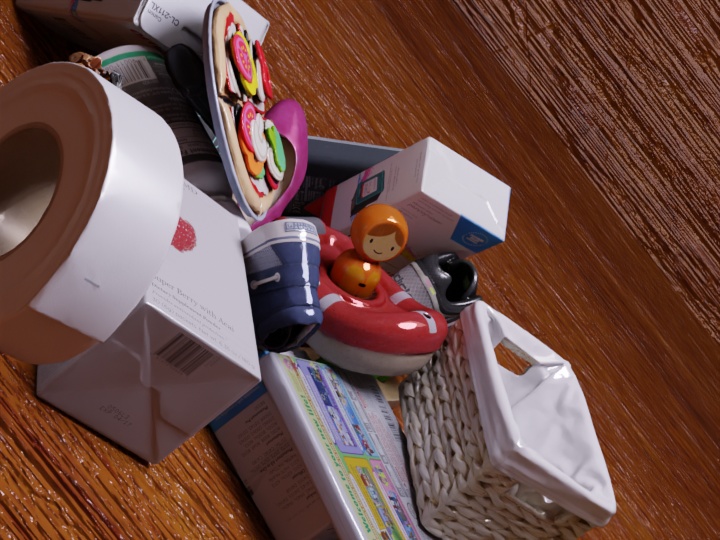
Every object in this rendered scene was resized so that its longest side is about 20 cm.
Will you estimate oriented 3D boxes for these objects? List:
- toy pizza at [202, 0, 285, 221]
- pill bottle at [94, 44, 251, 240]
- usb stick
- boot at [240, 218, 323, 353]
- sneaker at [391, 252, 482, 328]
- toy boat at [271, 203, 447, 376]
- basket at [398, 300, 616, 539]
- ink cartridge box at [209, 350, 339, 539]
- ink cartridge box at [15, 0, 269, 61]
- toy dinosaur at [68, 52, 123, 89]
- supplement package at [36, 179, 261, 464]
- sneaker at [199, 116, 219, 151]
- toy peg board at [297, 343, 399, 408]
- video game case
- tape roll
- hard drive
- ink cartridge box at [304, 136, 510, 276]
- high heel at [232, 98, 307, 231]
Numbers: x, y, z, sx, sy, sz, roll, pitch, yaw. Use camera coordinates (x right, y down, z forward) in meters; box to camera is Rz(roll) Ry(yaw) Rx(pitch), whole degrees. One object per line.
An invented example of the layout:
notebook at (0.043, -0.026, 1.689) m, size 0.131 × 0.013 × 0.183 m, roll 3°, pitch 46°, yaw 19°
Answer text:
toy pizza at (-0.098, -0.144, 1.313) m, size 0.200 × 0.032 × 0.201 m, roll -9°, pitch 90°, yaw -83°
pill bottle at (-0.183, -0.092, 1.328) m, size 0.200 × 0.113 × 0.113 m, roll 60°, pitch 21°, yaw 19°
usb stick at (-0.132, -0.150, 1.340) m, size 0.056 × 0.033 × 0.200 m, roll 60°, pitch 2°, yaw 15°
boot at (-0.095, 0.034, 1.255) m, size 0.073 × 0.200 × 0.091 m, roll 5°, pitch 68°, yaw -27°
sneaker at (0.092, 0.031, 1.484) m, size 0.200 × 0.087 × 0.074 m, roll 22°, pitch 35°, yaw -56°
toy boat at (0.000, 0.000, 1.329) m, size 0.130 × 0.131 × 0.200 m, roll -2°, pitch 39°, yaw -50°
basket at (0.120, 0.150, 1.302) m, size 0.135 × 0.123 × 0.200 m, roll 35°, pitch 25°, yaw -27°
ink cartridge box at (-0.045, 0.168, 1.258) m, size 0.200 × 0.067 × 0.116 m, roll 58°, pitch 19°, yaw 16°
ink cartridge box at (-0.208, -0.245, 1.425) m, size 0.200 × 0.083 × 0.146 m, roll 16°, pitch -12°, yaw 43°
toy dinosaur at (-0.237, -0.122, 1.221) m, size 0.102 × 0.136 × 0.200 m, roll 49°, pitch 20°, yaw -8°
supplement package at (-0.167, 0.022, 1.153) m, size 0.121 × 0.120 × 0.200 m, roll 37°, pitch 24°, yaw -34°
sneaker at (-0.176, -0.135, 1.507) m, size 0.079 × 0.075 × 0.200 m, roll 56°, pitch 21°, yaw -35°
toy peg board at (-0.019, 0.033, 1.508) m, size 0.200 × 0.098 × 0.200 m, roll 59°, pitch 20°, yaw 17°
video game case at (0.005, 0.165, 1.242) m, size 0.182 × 0.022 × 0.200 m, roll 20°, pitch 38°, yaw -60°
tape roll at (-0.217, -0.039, 1.026) m, size 0.071 × 0.202 × 0.203 m, roll 33°, pitch 27°, yaw -45°
hard drive at (-0.001, -0.083, 1.555) m, size 0.140 × 0.199 × 0.033 m, roll 99°, pitch -1°, yaw -60°
ink cartridge box at (0.040, -0.049, 1.502) m, size 0.116 × 0.200 × 0.067 m, roll 28°, pitch 55°, yaw -31°
high heel at (-0.094, -0.094, 1.425) m, size 0.067 × 0.200 × 0.096 m, roll 22°, pitch -23°, yaw 3°
